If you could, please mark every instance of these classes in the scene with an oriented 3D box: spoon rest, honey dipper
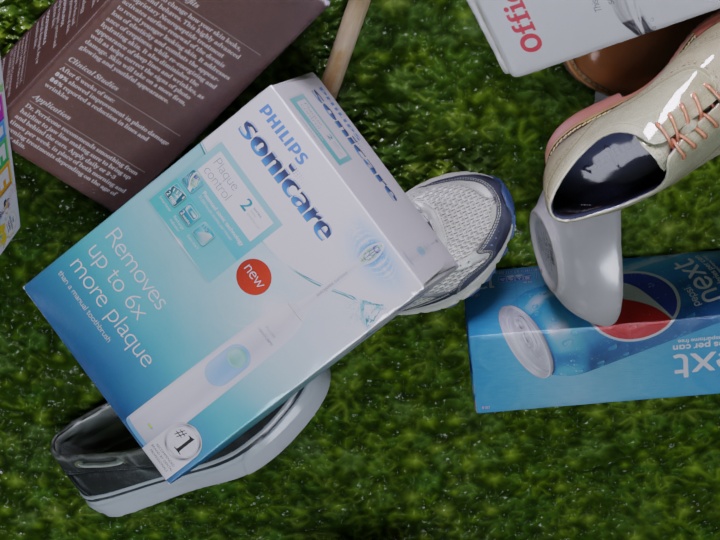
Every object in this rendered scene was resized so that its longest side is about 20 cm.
[{"bbox_3d":[0.130,-0.059,1.695,0.061,0.099,0.200,-16,118,-9],"label":"spoon rest"},{"bbox_3d":[-0.009,-0.135,1.659,0.038,0.038,0.200,11,133,-11],"label":"honey dipper"}]

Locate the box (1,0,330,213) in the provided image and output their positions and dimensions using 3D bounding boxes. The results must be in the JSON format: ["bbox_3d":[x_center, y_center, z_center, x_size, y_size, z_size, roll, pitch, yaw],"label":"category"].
[{"bbox_3d":[-0.116,-0.134,1.629,0.100,0.075,0.200,33,124,-25],"label":"box"}]

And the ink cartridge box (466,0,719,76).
[{"bbox_3d":[0.146,-0.209,1.564,0.200,0.083,0.145,-18,129,14],"label":"ink cartridge box"}]

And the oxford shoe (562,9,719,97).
[{"bbox_3d":[0.214,-0.119,1.639,0.200,0.071,0.071,7,101,-12],"label":"oxford shoe"}]

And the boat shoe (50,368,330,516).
[{"bbox_3d":[-0.113,0.097,1.824,0.200,0.072,0.071,-29,129,24],"label":"boat shoe"}]

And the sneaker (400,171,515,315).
[{"bbox_3d":[0.000,0.000,1.720,0.200,0.077,0.085,-26,170,18],"label":"sneaker"}]

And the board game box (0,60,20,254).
[{"bbox_3d":[-0.297,-0.088,1.641,0.200,0.034,0.135,14,133,16],"label":"board game box"}]

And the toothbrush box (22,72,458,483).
[{"bbox_3d":[-0.068,0.004,1.655,0.200,0.085,0.147,-37,88,18],"label":"toothbrush box"}]

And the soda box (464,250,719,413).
[{"bbox_3d":[0.166,0.037,1.786,0.200,0.064,0.068,-5,130,2],"label":"soda box"}]

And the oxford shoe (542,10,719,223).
[{"bbox_3d":[0.186,-0.084,1.586,0.200,0.074,0.071,-36,105,26],"label":"oxford shoe"}]
